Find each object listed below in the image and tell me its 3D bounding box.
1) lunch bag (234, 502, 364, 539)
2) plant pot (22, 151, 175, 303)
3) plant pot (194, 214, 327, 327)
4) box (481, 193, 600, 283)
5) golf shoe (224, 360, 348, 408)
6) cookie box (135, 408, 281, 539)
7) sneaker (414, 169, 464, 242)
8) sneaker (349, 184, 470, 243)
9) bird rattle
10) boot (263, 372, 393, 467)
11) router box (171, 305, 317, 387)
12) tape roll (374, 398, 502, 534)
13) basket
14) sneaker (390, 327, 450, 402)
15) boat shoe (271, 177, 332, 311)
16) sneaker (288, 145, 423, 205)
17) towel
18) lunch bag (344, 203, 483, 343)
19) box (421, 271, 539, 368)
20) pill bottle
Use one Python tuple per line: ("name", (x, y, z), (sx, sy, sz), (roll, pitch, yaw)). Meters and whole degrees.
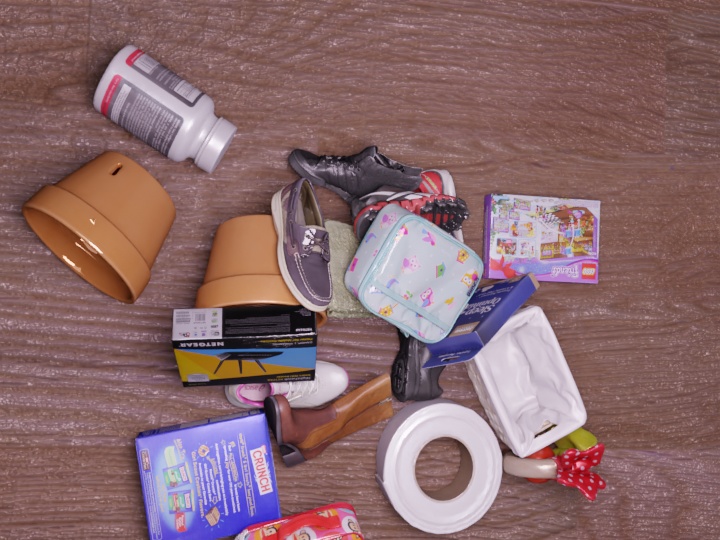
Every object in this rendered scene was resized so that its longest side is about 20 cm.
("lunch bag", (-0.090, 0.429, 1.237), (0.195, 0.082, 0.179), (-10, 128, -15))
("plant pot", (-0.358, -0.072, 1.182), (0.199, 0.200, 0.141), (40, 67, -7))
("plant pot", (-0.148, 0.007, 1.227), (0.195, 0.200, 0.144), (1, 73, -10))
("box", (0.302, -0.052, 1.380), (0.195, 0.039, 0.141), (3, 88, -11))
("golf shoe", (-0.109, 0.182, 1.273), (0.195, 0.091, 0.077), (-5, 88, -12))
("cookie box", (-0.228, 0.315, 1.255), (0.195, 0.075, 0.176), (-9, 91, -10))
("sneaker", (0.118, -0.060, 1.336), (0.083, 0.077, 0.205), (-8, 80, -5))
("sneaker", (0.070, -0.093, 1.265), (0.196, 0.098, 0.072), (-8, 124, -21))
("bird rattle", (0.304, 0.312, 1.305), (0.159, 0.200, 0.116), (-5, 94, 15))
("boot", (-0.040, 0.212, 1.250), (0.196, 0.069, 0.191), (-23, 137, -9))
("router box", (-0.160, 0.108, 1.168), (0.194, 0.150, 0.052), (-2, 58, -6))
("tape roll", (0.124, 0.311, 1.325), (0.197, 0.071, 0.208), (0, 90, -11))
("basket", (0.251, 0.172, 1.324), (0.133, 0.123, 0.204), (-25, 93, -9))
("sneaker", (0.104, 0.111, 1.332), (0.089, 0.076, 0.206), (8, 91, -22))
("boat shoe", (-0.075, -0.041, 1.148), (0.071, 0.065, 0.204), (14, 49, -39))
("sneaker", (-0.007, -0.162, 1.295), (0.197, 0.060, 0.105), (31, 117, -14))
("towel", (0.000, 0.000, 1.255), (0.198, 0.036, 0.152), (8, 68, -53))
("lunch bag", (0.081, 0.012, 1.206), (0.198, 0.077, 0.163), (30, 92, -35))
("box", (0.179, 0.076, 1.274), (0.199, 0.120, 0.033), (-42, 104, -36))
("pill bottle", (-0.288, -0.235, 1.237), (0.198, 0.111, 0.112), (33, 83, -8))
